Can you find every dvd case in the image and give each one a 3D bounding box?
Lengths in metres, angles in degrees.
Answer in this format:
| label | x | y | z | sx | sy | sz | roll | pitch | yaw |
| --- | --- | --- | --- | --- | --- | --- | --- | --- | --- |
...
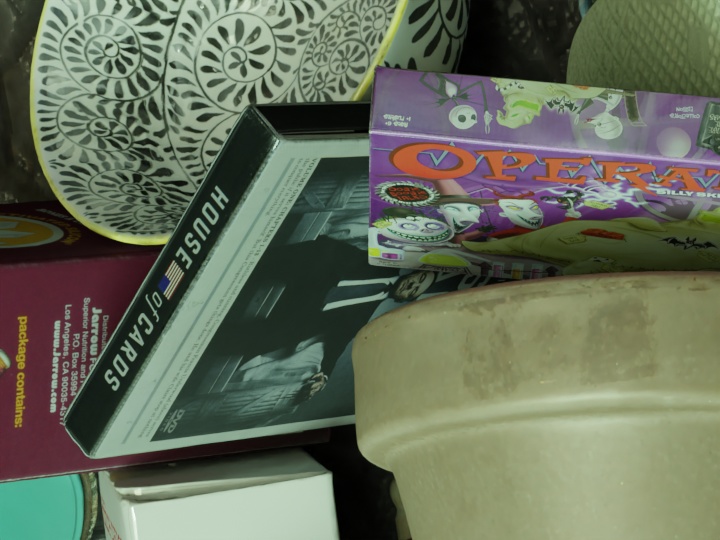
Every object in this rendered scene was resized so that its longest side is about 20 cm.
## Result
| label | x | y | z | sx | sy | sz | roll | pitch | yaw |
| --- | --- | --- | --- | --- | --- | --- | --- | --- | --- |
| dvd case | 0.000 | 0.000 | 1.050 | 0.025 | 0.200 | 0.150 | 49 | 123 | 29 |

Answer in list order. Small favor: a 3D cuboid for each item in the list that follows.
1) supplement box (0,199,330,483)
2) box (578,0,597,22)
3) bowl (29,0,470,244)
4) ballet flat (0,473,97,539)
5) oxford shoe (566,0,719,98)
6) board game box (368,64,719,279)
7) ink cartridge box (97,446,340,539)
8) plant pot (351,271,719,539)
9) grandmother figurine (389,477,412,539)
| label | x | y | z | sx | sy | sz | roll | pitch | yaw |
| --- | --- | --- | --- | --- | --- | --- | --- | --- | --- |
| supplement box | -0.119 | 0.024 | 1.103 | 0.110 | 0.200 | 0.086 | 17 | 107 | 50 |
| box | 0.134 | -0.111 | 1.021 | 0.137 | 0.040 | 0.201 | -18 | 78 | 53 |
| bowl | -0.025 | -0.087 | 1.099 | 0.200 | 0.094 | 0.201 | -22 | 55 | 35 |
| ballet flat | -0.153 | 0.130 | 1.212 | 0.068 | 0.075 | 0.200 | 17 | 120 | -2 |
| oxford shoe | 0.124 | -0.070 | 0.962 | 0.200 | 0.058 | 0.075 | 156 | 110 | -66 |
| board game box | 0.102 | -0.023 | 0.935 | 0.199 | 0.120 | 0.032 | 5 | 66 | 3 |
| ink cartridge box | -0.048 | 0.169 | 1.127 | 0.084 | 0.146 | 0.201 | -8 | 95 | -9 |
| plant pot | 0.097 | 0.104 | 0.963 | 0.200 | 0.200 | 0.175 | -7 | 74 | 25 |
| grandmother figurine | 0.063 | 0.111 | 1.125 | 0.121 | 0.061 | 0.200 | 20 | 103 | 30 |
